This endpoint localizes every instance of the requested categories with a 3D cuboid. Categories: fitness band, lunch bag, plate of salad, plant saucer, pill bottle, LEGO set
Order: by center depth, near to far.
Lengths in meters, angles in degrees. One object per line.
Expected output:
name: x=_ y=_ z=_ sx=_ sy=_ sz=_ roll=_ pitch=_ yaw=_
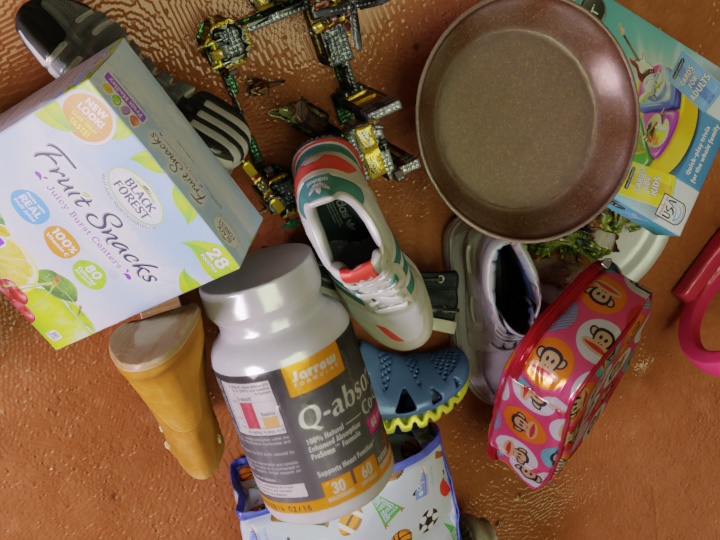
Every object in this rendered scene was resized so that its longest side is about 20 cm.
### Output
LEGO set: x=-0.038 y=-0.131 z=0.811 sx=0.152 sy=0.116 sz=0.203 roll=-18 pitch=112 yaw=-14
pill bottle: x=-0.052 y=0.089 z=0.819 sx=0.115 sy=0.116 sz=0.202 roll=-22 pitch=110 yaw=-12
plant saucer: x=0.134 y=-0.125 z=0.847 sx=0.197 sy=0.037 sz=0.204 roll=-1 pitch=95 yaw=-14
lunch bag: x=0.197 y=0.090 z=0.937 sx=0.176 sy=0.082 sz=0.201 roll=-42 pitch=154 yaw=-31
lunch bag: x=-0.006 y=0.239 z=0.946 sx=0.197 sy=0.124 sz=0.172 roll=-15 pitch=111 yaw=-7
plate of salad: x=0.225 y=-0.057 z=0.974 sx=0.197 sy=0.048 sz=0.203 roll=-6 pitch=109 yaw=-18
fitness band: x=0.388 y=0.012 z=1.004 sx=0.037 sy=0.144 sz=0.201 roll=34 pitch=94 yaw=-27

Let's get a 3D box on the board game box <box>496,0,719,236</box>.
board game box: x=0.227 y=-0.142 z=0.914 sx=0.198 sy=0.047 sz=0.153 roll=26 pitch=87 yaw=-16

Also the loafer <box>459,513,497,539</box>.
loafer: x=0.126 y=0.328 z=1.055 sx=0.067 sy=0.076 sz=0.202 roll=-13 pitch=121 yaw=-17

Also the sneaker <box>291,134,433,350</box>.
sneaker: x=0.001 y=0.000 z=0.790 sx=0.070 sy=0.094 sz=0.201 roll=-20 pitch=120 yaw=11

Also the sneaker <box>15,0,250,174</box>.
sneaker: x=-0.187 y=-0.113 z=0.790 sx=0.199 sy=0.075 sz=0.116 roll=35 pitch=137 yaw=0

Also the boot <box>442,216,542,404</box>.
boot: x=0.127 y=0.050 z=0.946 sx=0.073 sy=0.096 sz=0.202 roll=-21 pitch=113 yaw=-12

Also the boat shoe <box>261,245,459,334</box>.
boat shoe: x=0.001 y=0.000 z=0.897 sx=0.197 sy=0.074 sz=0.067 roll=17 pitch=88 yaw=-14

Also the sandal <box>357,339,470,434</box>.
sandal: x=0.008 y=0.103 z=0.932 sx=0.198 sy=0.079 sz=0.088 roll=-15 pitch=108 yaw=-17

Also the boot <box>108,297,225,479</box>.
boot: x=-0.140 y=0.099 z=0.803 sx=0.070 sy=0.201 sz=0.146 roll=-16 pitch=103 yaw=-6

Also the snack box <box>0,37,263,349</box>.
snack box: x=-0.200 y=-0.048 z=0.752 sx=0.198 sy=0.068 sz=0.169 roll=-23 pitch=119 yaw=28
